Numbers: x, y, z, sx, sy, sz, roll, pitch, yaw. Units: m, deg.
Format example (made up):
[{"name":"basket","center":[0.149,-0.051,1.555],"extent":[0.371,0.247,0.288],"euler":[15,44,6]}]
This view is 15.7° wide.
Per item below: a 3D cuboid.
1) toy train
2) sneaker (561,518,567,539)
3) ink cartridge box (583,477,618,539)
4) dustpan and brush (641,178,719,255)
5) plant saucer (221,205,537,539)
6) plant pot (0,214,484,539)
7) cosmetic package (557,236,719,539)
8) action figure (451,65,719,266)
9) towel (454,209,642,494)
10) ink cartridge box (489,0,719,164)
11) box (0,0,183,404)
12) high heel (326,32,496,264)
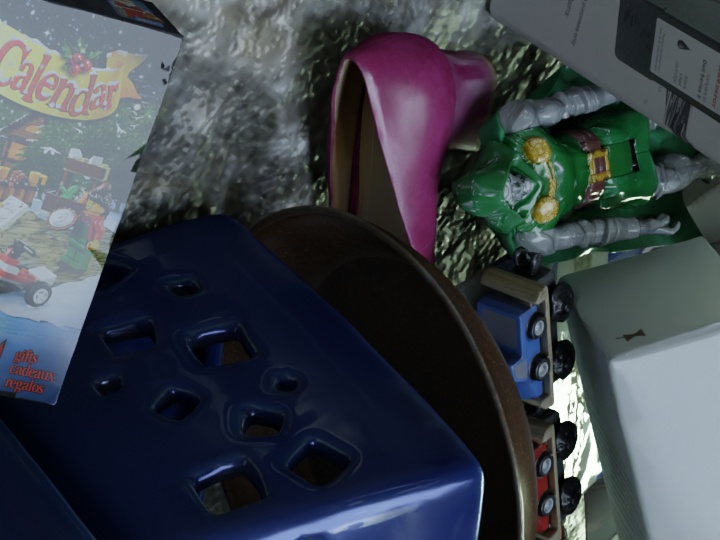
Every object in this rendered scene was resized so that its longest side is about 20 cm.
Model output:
[{"name":"toy train","center":[0.068,0.082,1.089],"extent":[0.046,0.034,0.200],"euler":[-31,129,-39]},{"name":"sneaker","center":[0.075,0.113,1.243],"extent":[0.087,0.074,0.200],"euler":[-49,142,-7]},{"name":"ink cartridge box","center":[0.149,0.176,1.253],"extent":[0.047,0.200,0.160],"euler":[-15,120,10]},{"name":"dustpan and brush","center":[0.143,0.018,1.244],"extent":[0.199,0.057,0.140],"euler":[-12,124,-2]},{"name":"plant saucer","center":[0.009,0.069,1.033],"extent":[0.037,0.200,0.201],"euler":[-17,130,-36]},{"name":"plant pot","center":[-0.088,0.118,0.984],"extent":[0.179,0.200,0.200],"euler":[-13,127,-31]},{"name":"cosmetic package","center":[0.147,0.099,1.109],"extent":[0.071,0.101,0.200],"euler":[-16,111,-2]},{"name":"action figure","center":[0.103,-0.047,1.111],"extent":[0.200,0.055,0.118],"euler":[-19,98,-50]},{"name":"towel","center":[0.071,0.054,1.138],"extent":[0.200,0.024,0.147],"euler":[-30,127,-53]},{"name":"ink cartridge box","center":[0.176,-0.104,1.071],"extent":[0.145,0.200,0.084],"euler":[-12,127,-41]},{"name":"box","center":[-0.172,-0.041,0.830],"extent":[0.200,0.038,0.137],"euler":[12,109,-27]},{"name":"high heel","center":[0.000,0.000,1.072],"extent":[0.096,0.067,0.200],"euler":[-3,117,-56]}]
